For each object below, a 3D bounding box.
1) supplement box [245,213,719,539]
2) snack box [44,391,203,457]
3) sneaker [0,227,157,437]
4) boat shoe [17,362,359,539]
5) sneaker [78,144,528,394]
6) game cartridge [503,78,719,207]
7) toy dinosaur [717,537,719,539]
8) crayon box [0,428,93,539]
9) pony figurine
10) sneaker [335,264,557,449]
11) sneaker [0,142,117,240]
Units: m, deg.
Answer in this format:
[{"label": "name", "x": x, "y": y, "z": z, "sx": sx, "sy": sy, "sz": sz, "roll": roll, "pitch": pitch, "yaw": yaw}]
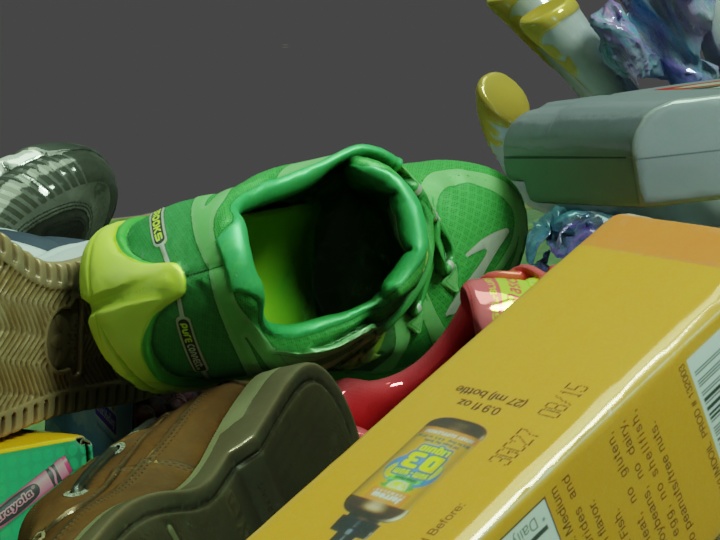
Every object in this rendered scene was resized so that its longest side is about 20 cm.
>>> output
[{"label": "supplement box", "x": 0.043, "y": 0.065, "z": 0.732, "sx": 0.067, "sy": 0.069, "sz": 0.200, "roll": 11, "pitch": 40, "yaw": 46}, {"label": "snack box", "x": -0.006, "y": 0.051, "z": 1.014, "sx": 0.200, "sy": 0.068, "sz": 0.169, "roll": -1, "pitch": 11, "yaw": -18}, {"label": "sneaker", "x": -0.146, "y": 0.014, "z": 0.847, "sx": 0.108, "sy": 0.070, "sz": 0.200, "roll": 4, "pitch": 0, "yaw": 26}, {"label": "boat shoe", "x": -0.063, "y": 0.090, "z": 0.767, "sx": 0.068, "sy": 0.072, "sz": 0.200, "roll": -14, "pitch": 11, "yaw": 26}, {"label": "sneaker", "x": 0.000, "y": 0.000, "z": 0.876, "sx": 0.084, "sy": 0.074, "sz": 0.200, "roll": -18, "pitch": -2, "yaw": 38}, {"label": "game cartridge", "x": 0.163, "y": -0.050, "z": 0.908, "sx": 0.200, "sy": 0.041, "sz": 0.133, "roll": -9, "pitch": 9, "yaw": -18}, {"label": "toy dinosaur", "x": 0.149, "y": 0.061, "z": 0.871, "sx": 0.101, "sy": 0.058, "sz": 0.200, "roll": -23, "pitch": 34, "yaw": 24}, {"label": "crayon box", "x": -0.191, "y": 0.087, "z": 0.800, "sx": 0.200, "sy": 0.058, "sz": 0.119, "roll": -8, "pitch": 6, "yaw": -42}, {"label": "pony figurine", "x": 0.139, "y": -0.029, "z": 1.052, "sx": 0.167, "sy": 0.200, "sz": 0.193, "roll": -38, "pitch": 15, "yaw": -32}, {"label": "sneaker", "x": 0.073, "y": 0.028, "z": 0.847, "sx": 0.200, "sy": 0.090, "sz": 0.078, "roll": -33, "pitch": 31, "yaw": 11}, {"label": "sneaker", "x": -0.146, "y": 0.032, "z": 0.990, "sx": 0.090, "sy": 0.067, "sz": 0.200, "roll": 23, "pitch": 55, "yaw": 37}]
